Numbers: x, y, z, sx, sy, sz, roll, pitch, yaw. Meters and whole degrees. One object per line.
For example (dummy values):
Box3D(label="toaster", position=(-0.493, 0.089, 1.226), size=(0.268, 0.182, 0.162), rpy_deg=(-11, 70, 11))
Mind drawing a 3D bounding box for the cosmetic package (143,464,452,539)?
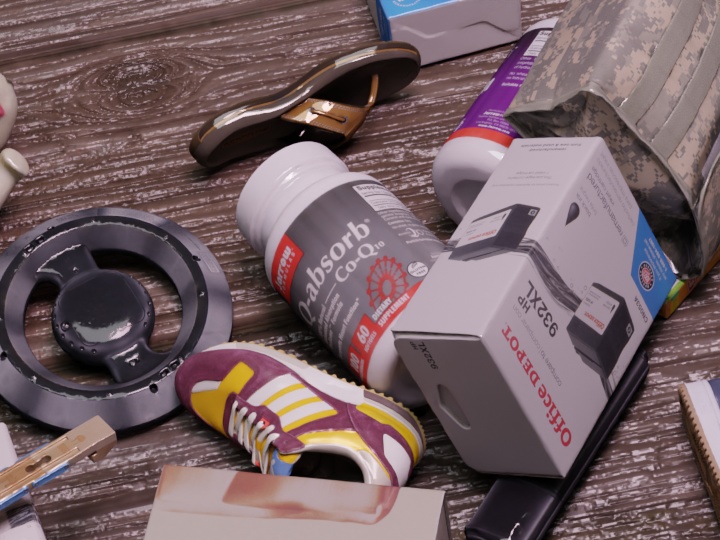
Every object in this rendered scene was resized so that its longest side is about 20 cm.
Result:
Box3D(label="cosmetic package", position=(-0.041, 0.200, 1.548), size=(0.199, 0.104, 0.088), rpy_deg=(6, 54, 10))

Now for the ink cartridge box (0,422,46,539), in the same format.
Box3D(label="ink cartridge box", position=(-0.281, 0.224, 1.572), size=(0.144, 0.085, 0.201), rpy_deg=(-19, 53, -9))

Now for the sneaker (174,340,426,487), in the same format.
Box3D(label="sneaker", position=(-0.057, 0.114, 1.621), size=(0.199, 0.075, 0.090), rpy_deg=(15, 37, 23))

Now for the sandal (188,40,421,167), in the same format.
Box3D(label="sandal", position=(-0.039, -0.122, 1.817), size=(0.199, 0.082, 0.055), rpy_deg=(-23, 69, -12))

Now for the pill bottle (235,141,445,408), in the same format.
Box3D(label="pill bottle", position=(0.000, 0.000, 1.689), size=(0.116, 0.116, 0.200), rpy_deg=(-33, 55, -17))

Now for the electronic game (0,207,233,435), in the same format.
Box3D(label="electronic game", position=(-0.196, 0.037, 1.734), size=(0.199, 0.042, 0.201), rpy_deg=(0, 58, 0))

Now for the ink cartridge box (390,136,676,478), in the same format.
Box3D(label="ink cartridge box", position=(0.126, 0.025, 1.603), size=(0.083, 0.145, 0.200), rpy_deg=(1, 45, 40))

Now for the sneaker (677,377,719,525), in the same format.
Box3D(label="sneaker", position=(0.296, 0.145, 1.565), size=(0.108, 0.070, 0.201), rpy_deg=(-14, 49, -1))

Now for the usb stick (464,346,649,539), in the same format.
Box3D(label="usb stick", position=(0.142, 0.127, 1.624), size=(0.055, 0.033, 0.200), rpy_deg=(17, 56, 32))

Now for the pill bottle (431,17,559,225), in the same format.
Box3D(label="pill bottle", position=(0.146, -0.116, 1.762), size=(0.112, 0.113, 0.200), rpy_deg=(22, 58, 23))

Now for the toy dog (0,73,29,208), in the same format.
Box3D(label="toy dog", position=(-0.346, -0.087, 1.811), size=(0.193, 0.140, 0.201), rpy_deg=(-11, 41, 49))

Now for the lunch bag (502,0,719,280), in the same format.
Box3D(label="lunch bag", position=(0.228, -0.115, 1.679), size=(0.117, 0.200, 0.164), rpy_deg=(-13, 39, 51))

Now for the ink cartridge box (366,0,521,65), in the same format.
Box3D(label="ink cartridge box", position=(0.054, -0.271, 1.923), size=(0.115, 0.067, 0.201), rpy_deg=(-15, 51, -4))

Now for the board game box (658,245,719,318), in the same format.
Box3D(label="board game box", position=(0.256, -0.057, 1.755), size=(0.095, 0.030, 0.200), rpy_deg=(32, 65, 27))

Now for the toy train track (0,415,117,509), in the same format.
Box3D(label="toy train track", position=(-0.252, 0.163, 1.546), size=(0.199, 0.033, 0.115), rpy_deg=(-31, 48, -25))
